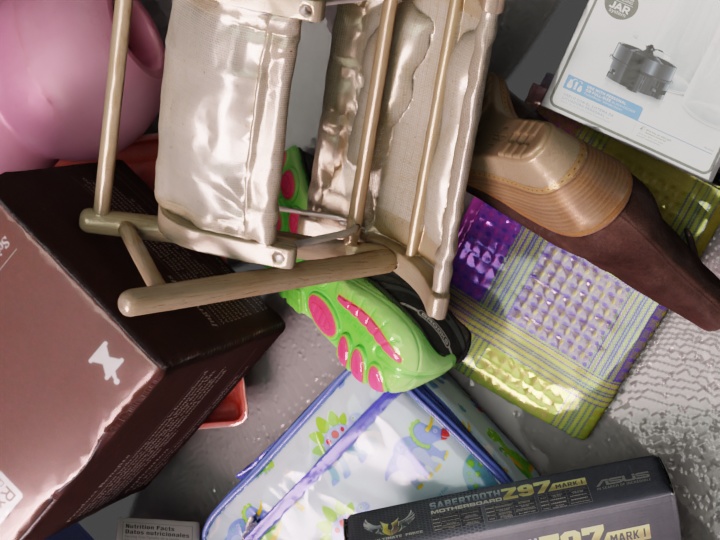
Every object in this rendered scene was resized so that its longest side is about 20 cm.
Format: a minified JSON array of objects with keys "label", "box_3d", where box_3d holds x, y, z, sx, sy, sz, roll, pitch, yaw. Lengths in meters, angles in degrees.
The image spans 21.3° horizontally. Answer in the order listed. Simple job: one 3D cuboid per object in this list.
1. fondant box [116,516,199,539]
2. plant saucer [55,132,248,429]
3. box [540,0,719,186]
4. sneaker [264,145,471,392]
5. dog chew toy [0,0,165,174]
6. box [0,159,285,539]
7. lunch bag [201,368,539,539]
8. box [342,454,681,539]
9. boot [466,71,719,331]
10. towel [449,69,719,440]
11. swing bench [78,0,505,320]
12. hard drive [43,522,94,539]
[{"label":"fondant box","box_3d":[-0.136,0.276,1.214,0.058,0.200,0.144,5,124,-6]},{"label":"plant saucer","box_3d":[-0.174,0.013,1.306,0.200,0.037,0.200,-7,94,19]},{"label":"box","box_3d":[0.201,-0.164,1.128,0.117,0.060,0.200,27,97,14]},{"label":"sneaker","box_3d":[0.000,0.000,1.216,0.200,0.084,0.077,56,135,32]},{"label":"dog chew toy","box_3d":[-0.226,-0.112,1.246,0.200,0.125,0.125,-25,87,20]},{"label":"box","box_3d":[-0.183,0.047,1.188,0.164,0.200,0.166,45,107,9]},{"label":"lunch bag","box_3d":[0.004,0.159,1.237,0.200,0.082,0.161,-45,78,17]},{"label":"box","box_3d":[0.100,0.207,1.165,0.200,0.051,0.158,-12,116,0]},{"label":"boot","box_3d":[0.122,-0.036,1.140,0.166,0.200,0.072,41,88,-24]},{"label":"towel","box_3d":[0.131,-0.008,1.203,0.144,0.023,0.200,31,106,13]},{"label":"swing bench","box_3d":[-0.040,-0.087,1.068,0.200,0.130,0.199,0,116,-21]},{"label":"hard drive","box_3d":[-0.223,0.165,1.255,0.025,0.200,0.132,-45,80,-3]}]
